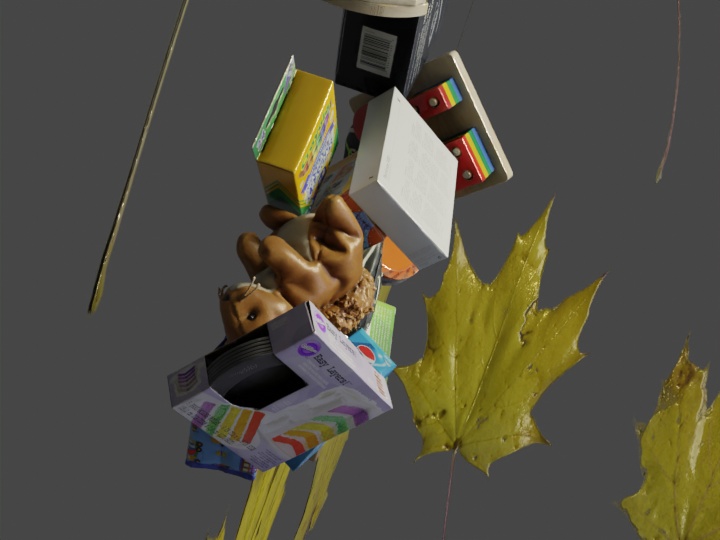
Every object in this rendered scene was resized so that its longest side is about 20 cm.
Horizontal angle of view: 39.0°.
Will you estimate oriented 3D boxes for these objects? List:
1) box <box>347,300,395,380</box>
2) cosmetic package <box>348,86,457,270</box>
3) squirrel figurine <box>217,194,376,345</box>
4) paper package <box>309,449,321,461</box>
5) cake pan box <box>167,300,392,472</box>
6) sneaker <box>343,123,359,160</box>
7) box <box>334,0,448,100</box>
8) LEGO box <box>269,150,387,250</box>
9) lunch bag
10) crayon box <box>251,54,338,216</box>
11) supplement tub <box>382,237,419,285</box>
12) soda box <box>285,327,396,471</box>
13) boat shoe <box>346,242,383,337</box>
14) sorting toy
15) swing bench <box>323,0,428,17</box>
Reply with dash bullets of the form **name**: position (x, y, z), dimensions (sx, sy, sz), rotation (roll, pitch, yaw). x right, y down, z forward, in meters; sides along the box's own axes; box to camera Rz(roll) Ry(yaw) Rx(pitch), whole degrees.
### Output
- **box**: position (-0.041, 0.093, 1.463), dimensions (0.036, 0.200, 0.145), rotation (-23, -128, 51)
- **cosmetic package**: position (0.061, -0.123, 1.330), dimensions (0.151, 0.052, 0.200), rotation (48, 35, -31)
- **squirrel figurine**: position (-0.075, 0.039, 1.197), dimensions (0.200, 0.141, 0.187), rotation (56, 52, -35)
- **paper package**: position (-0.085, 0.215, 1.845), dimensions (0.191, 0.103, 0.200), rotation (102, 9, -51)
- **cake pan box**: position (-0.087, 0.133, 1.127), dimensions (0.200, 0.184, 0.052), rotation (51, 15, -47)
- **sneaker**: position (0.003, -0.162, 1.650), dimensions (0.200, 0.072, 0.083), rotation (91, 21, -67)
- **box**: position (0.051, -0.352, 1.393), dimensions (0.148, 0.104, 0.200), rotation (101, 11, -46)
- **LEGO box**: position (-0.017, -0.089, 1.383), dimensions (0.149, 0.077, 0.200), rotation (-26, -161, 31)
- **lunch bag**: position (-0.150, 0.143, 1.314), dimensions (0.200, 0.094, 0.151), rotation (-76, 179, -62)
- **crayon box**: position (-0.073, -0.149, 1.215), dimensions (0.200, 0.051, 0.126), rotation (84, 26, -72)
- **supplement tub**: position (0.025, -0.040, 1.649), dimensions (0.200, 0.122, 0.123), rotation (11, -100, 68)
- **soda box**: position (-0.043, 0.165, 1.283), dimensions (0.064, 0.068, 0.200), rotation (-32, 165, -52)
- **boat shoe**: position (0.000, 0.000, 1.459), dimensions (0.068, 0.072, 0.201), rotation (38, 57, -47)
- **sorting toy**: position (0.088, -0.186, 1.485), dimensions (0.070, 0.198, 0.200), rotation (-40, 108, -48)
- **swing bench**: position (0.055, -0.417, 1.168), dimensions (0.200, 0.129, 0.199), rotation (-61, 168, -50)
